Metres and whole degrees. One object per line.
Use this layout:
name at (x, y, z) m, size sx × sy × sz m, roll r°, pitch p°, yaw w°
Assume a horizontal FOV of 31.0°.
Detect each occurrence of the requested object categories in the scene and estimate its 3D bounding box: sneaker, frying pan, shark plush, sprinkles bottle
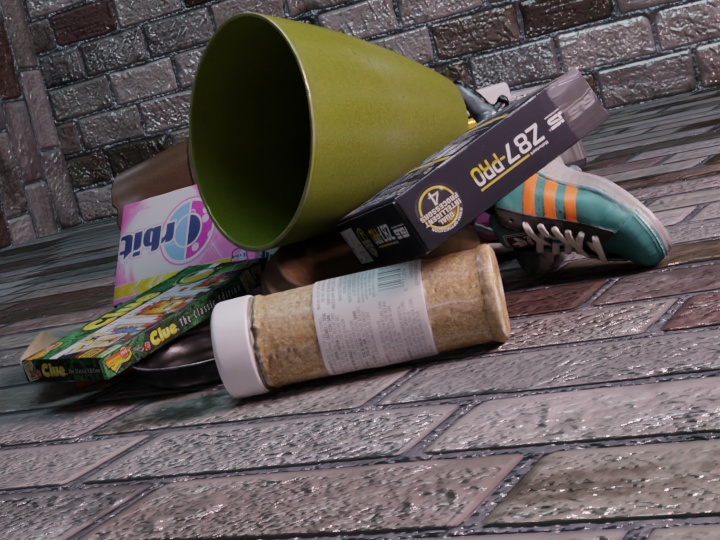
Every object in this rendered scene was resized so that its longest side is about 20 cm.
sneaker at (0.156, -0.040, 1.051) m, size 0.199 × 0.071 × 0.080 m, roll 30°, pitch 76°, yaw 37°
frying pan at (-0.086, 0.059, 1.004) m, size 0.188 × 0.031 × 0.115 m, roll -10°, pitch 10°, yaw 8°
shark plush at (0.134, -0.094, 1.139) m, size 0.083 × 0.202 × 0.091 m, roll -19°, pitch -13°, yaw -19°
sprinkles bottle at (0.000, 0.035, 0.886) m, size 0.198 × 0.069 × 0.068 m, roll -12°, pitch 8°, yaw 9°

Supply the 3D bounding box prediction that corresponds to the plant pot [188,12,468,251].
plant pot at (-0.013, -0.117, 1.088) m, size 0.198 × 0.190 × 0.186 m, roll -6°, pitch 2°, yaw -37°

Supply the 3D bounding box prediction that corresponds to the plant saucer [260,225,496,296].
plant saucer at (0.015, -0.007, 1.063) m, size 0.197 × 0.030 × 0.201 m, roll -4°, pitch 26°, yaw 2°

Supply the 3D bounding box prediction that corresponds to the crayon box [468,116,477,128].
crayon box at (0.045, -0.107, 1.282) m, size 0.198 × 0.052 × 0.126 m, roll -19°, pitch 7°, yaw -14°

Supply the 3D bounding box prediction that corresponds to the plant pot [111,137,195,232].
plant pot at (-0.267, -0.114, 2.015) m, size 0.196 × 0.202 × 0.200 m, roll -19°, pitch 6°, yaw 15°

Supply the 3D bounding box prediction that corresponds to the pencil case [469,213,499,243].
pencil case at (0.102, -0.051, 1.280) m, size 0.199 × 0.091 × 0.094 m, roll -8°, pitch 36°, yaw 47°

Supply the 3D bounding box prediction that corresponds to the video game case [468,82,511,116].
video game case at (0.022, -0.139, 1.295) m, size 0.199 × 0.023 × 0.181 m, roll -22°, pitch 8°, yaw -30°

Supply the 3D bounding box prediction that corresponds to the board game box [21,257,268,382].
board game box at (-0.171, 0.039, 1.066) m, size 0.104 × 0.024 × 0.200 m, roll -9°, pitch 17°, yaw 40°

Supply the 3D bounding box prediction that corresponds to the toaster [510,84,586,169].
toaster at (0.223, -0.191, 1.870) m, size 0.198 × 0.131 × 0.114 m, roll -15°, pitch 7°, yaw -10°

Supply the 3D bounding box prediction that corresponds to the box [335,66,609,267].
box at (0.073, -0.069, 0.942) m, size 0.161 × 0.049 × 0.200 m, roll -38°, pitch 5°, yaw -12°

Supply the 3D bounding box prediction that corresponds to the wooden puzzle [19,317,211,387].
wooden puzzle at (-0.197, 0.065, 1.172) m, size 0.198 × 0.038 × 0.185 m, roll -10°, pitch 7°, yaw -7°

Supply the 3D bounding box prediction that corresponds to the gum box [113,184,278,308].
gum box at (-0.161, -0.021, 1.310) m, size 0.198 × 0.115 × 0.066 m, roll -13°, pitch -29°, yaw 31°
